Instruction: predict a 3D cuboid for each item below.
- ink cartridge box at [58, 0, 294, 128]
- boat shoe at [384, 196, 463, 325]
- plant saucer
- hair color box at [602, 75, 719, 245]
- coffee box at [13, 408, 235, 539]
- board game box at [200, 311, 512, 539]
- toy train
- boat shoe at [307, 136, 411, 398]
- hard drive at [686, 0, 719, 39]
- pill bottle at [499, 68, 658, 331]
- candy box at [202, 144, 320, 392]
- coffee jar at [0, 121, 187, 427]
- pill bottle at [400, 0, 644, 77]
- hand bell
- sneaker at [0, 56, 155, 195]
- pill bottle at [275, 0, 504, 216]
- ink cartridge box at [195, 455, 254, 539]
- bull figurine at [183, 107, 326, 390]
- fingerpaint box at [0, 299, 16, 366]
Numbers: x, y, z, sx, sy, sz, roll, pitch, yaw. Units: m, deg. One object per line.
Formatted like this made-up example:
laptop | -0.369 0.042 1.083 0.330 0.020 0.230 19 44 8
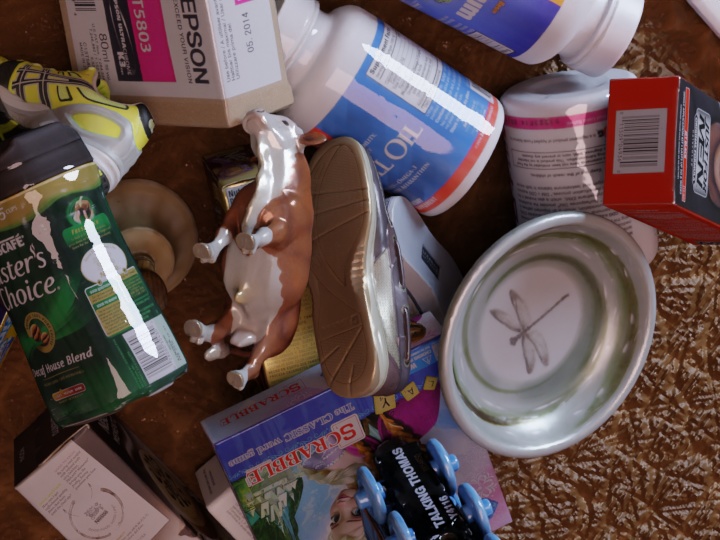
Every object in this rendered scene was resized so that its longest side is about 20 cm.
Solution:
ink cartridge box | -0.146 -0.210 1.349 0.075 0.165 0.200 -26 114 -44
boat shoe | 0.027 0.016 1.484 0.086 0.075 0.202 -8 145 24
plant saucer | 0.137 0.045 1.413 0.200 0.050 0.200 -11 114 -27
hair color box | 0.258 -0.083 1.440 0.061 0.200 0.102 0 83 29
coffee box | -0.187 0.198 1.486 0.080 0.113 0.200 -41 109 2
board game box | 0.001 0.160 1.439 0.200 0.041 0.200 -26 121 -7
toy train | 0.060 0.213 1.352 0.087 0.200 0.114 -20 132 -12
boat shoe | 0.000 0.000 1.371 0.072 0.065 0.200 -19 70 33
hard drive | 0.347 -0.237 1.508 0.132 0.026 0.200 -44 109 4
pill bottle | 0.181 -0.055 1.483 0.113 0.113 0.200 -12 107 -7
candy box | -0.073 0.008 1.452 0.056 0.117 0.200 -13 107 -9
coffee jar | -0.204 0.002 1.259 0.085 0.104 0.200 -28 95 -43
pill bottle | 0.117 -0.230 1.422 0.200 0.112 0.112 24 100 -15
hand bell | -0.166 0.001 1.388 0.104 0.200 0.104 -3 106 -10
sneaker | -0.229 -0.119 1.365 0.076 0.200 0.075 -42 143 -20
pill bottle | 0.003 -0.137 1.427 0.200 0.112 0.112 31 98 -16
ink cartridge box | -0.014 0.167 1.523 0.200 0.084 0.146 -40 110 1
bull figurine | -0.074 -0.014 1.321 0.065 0.121 0.200 15 121 22
fingerpaint box | -0.321 0.038 1.382 0.073 0.167 0.200 30 99 11
